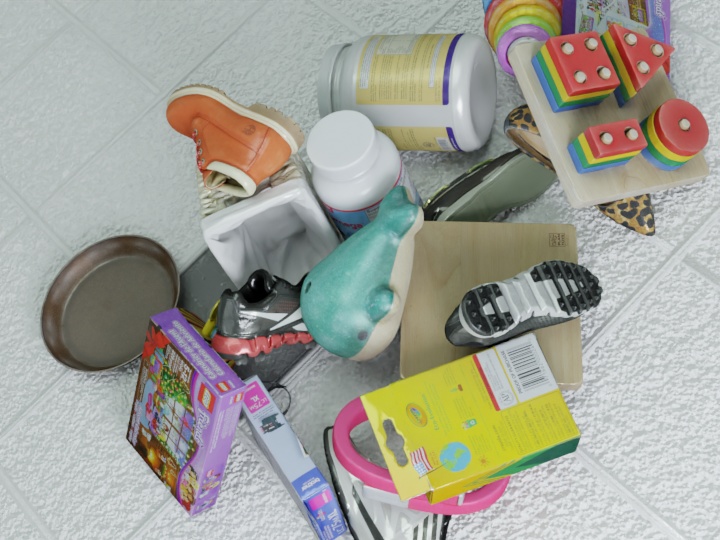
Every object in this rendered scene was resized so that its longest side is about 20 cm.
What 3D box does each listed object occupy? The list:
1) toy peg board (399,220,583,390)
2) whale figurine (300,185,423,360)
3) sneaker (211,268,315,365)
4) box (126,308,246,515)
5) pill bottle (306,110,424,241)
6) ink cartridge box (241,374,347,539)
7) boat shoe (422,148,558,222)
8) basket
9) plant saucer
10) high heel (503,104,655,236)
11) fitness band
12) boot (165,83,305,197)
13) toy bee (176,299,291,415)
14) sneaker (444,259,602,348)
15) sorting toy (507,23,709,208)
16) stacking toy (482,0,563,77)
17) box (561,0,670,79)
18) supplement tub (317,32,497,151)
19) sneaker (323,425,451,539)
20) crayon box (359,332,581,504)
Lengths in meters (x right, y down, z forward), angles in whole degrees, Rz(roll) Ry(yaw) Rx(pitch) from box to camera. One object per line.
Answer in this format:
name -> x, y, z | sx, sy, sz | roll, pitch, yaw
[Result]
toy peg board -> 0.146, 0.055, 1.498 | 0.197, 0.098, 0.201 | 1, 62, 3
whale figurine -> 0.000, 0.000, 1.454 | 0.201, 0.103, 0.159 | -66, 23, 21
sneaker -> -0.085, 0.042, 1.528 | 0.199, 0.099, 0.071 | -12, 16, -35
box -> -0.201, 0.162, 1.485 | 0.039, 0.201, 0.137 | -21, 52, -39
pill bottle -> 0.006, -0.099, 1.561 | 0.108, 0.200, 0.109 | -9, 57, 15
ink cartridge box -> -0.071, 0.221, 1.449 | 0.042, 0.120, 0.200 | -29, 54, -9
boat shoe -> 0.159, -0.104, 1.581 | 0.200, 0.072, 0.061 | -33, 40, -15
basket -> -0.104, -0.054, 1.582 | 0.135, 0.200, 0.124 | -24, 49, 5
plant saucer -> -0.320, 0.047, 1.700 | 0.199, 0.032, 0.202 | -9, 59, 15
high heel -> 0.248, -0.109, 1.506 | 0.201, 0.142, 0.071 | 56, 130, 21
fitness band -> 0.067, 0.193, 1.419 | 0.198, 0.038, 0.144 | 12, 40, 5
boot -> -0.170, -0.148, 1.513 | 0.199, 0.075, 0.108 | 21, 67, 37
toy bee -> -0.180, 0.093, 1.563 | 0.199, 0.108, 0.132 | 9, 80, 36
sneaker -> 0.169, 0.040, 1.411 | 0.199, 0.090, 0.067 | -14, 74, -33
sorting toy -> 0.297, -0.190, 1.492 | 0.198, 0.070, 0.201 | -12, 73, -28
stacking toy -> 0.204, -0.275, 1.603 | 0.109, 0.117, 0.201 | -10, 32, 13
box -> 0.317, -0.310, 1.621 | 0.136, 0.039, 0.201 | 17, 60, -16
supplement tub -> 0.060, -0.223, 1.648 | 0.198, 0.146, 0.146 | 4, 62, 22
sneaker -> 0.035, 0.246, 1.438 | 0.115, 0.076, 0.201 | -20, 58, -6
crayon box -> 0.112, 0.157, 1.360 | 0.199, 0.051, 0.128 | -18, 63, -8
